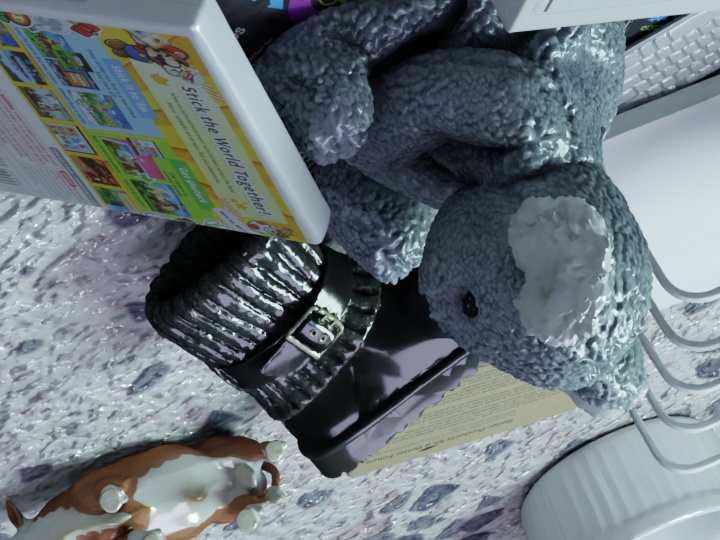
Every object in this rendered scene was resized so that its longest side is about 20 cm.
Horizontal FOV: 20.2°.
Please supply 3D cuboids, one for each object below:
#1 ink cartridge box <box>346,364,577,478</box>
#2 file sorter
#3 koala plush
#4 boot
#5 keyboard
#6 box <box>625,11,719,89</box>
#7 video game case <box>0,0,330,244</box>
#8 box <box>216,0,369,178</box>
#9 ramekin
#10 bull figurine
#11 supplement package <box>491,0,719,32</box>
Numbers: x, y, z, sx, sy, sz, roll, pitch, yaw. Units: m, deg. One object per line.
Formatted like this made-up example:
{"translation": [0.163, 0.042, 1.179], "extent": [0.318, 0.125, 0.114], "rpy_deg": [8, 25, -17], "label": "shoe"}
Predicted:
{"translation": [0.078, 0.040, 1.294], "extent": [0.198, 0.076, 0.165], "rpy_deg": [-16, 151, -17], "label": "ink cartridge box"}
{"translation": [0.205, 0.002, 1.136], "extent": [0.138, 0.125, 0.201], "rpy_deg": [-22, 147, -8], "label": "file sorter"}
{"translation": [0.075, -0.031, 0.961], "extent": [0.183, 0.201, 0.178], "rpy_deg": [-26, 152, 1], "label": "koala plush"}
{"translation": [0.000, 0.001, 1.124], "extent": [0.211, 0.079, 0.158], "rpy_deg": [-43, 112, 1], "label": "boot"}
{"translation": [0.159, -0.109, 1.069], "extent": [0.199, 0.011, 0.056], "rpy_deg": [-30, 151, 13], "label": "keyboard"}
{"translation": [0.197, -0.123, 1.133], "extent": [0.198, 0.050, 0.199], "rpy_deg": [-8, 150, -25], "label": "box"}
{"translation": [-0.121, -0.075, 0.884], "extent": [0.180, 0.023, 0.200], "rpy_deg": [10, 158, 18], "label": "video game case"}
{"translation": [-0.030, -0.109, 0.994], "extent": [0.143, 0.036, 0.199], "rpy_deg": [-40, 150, 26], "label": "box"}
{"translation": [0.230, 0.207, 1.681], "extent": [0.199, 0.098, 0.201], "rpy_deg": [-20, 152, -11], "label": "ramekin"}
{"translation": [-0.137, 0.153, 1.313], "extent": [0.199, 0.066, 0.121], "rpy_deg": [-20, -174, -25], "label": "bull figurine"}
{"translation": [0.147, -0.191, 0.909], "extent": [0.198, 0.110, 0.114], "rpy_deg": [-9, 149, -27], "label": "supplement package"}
